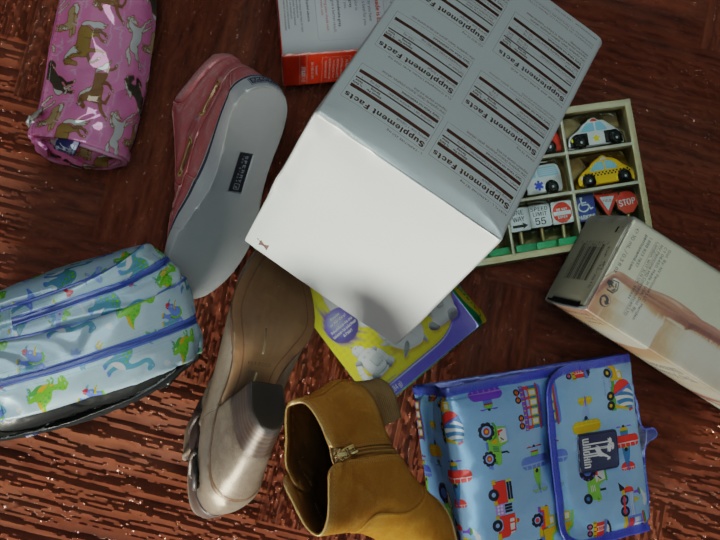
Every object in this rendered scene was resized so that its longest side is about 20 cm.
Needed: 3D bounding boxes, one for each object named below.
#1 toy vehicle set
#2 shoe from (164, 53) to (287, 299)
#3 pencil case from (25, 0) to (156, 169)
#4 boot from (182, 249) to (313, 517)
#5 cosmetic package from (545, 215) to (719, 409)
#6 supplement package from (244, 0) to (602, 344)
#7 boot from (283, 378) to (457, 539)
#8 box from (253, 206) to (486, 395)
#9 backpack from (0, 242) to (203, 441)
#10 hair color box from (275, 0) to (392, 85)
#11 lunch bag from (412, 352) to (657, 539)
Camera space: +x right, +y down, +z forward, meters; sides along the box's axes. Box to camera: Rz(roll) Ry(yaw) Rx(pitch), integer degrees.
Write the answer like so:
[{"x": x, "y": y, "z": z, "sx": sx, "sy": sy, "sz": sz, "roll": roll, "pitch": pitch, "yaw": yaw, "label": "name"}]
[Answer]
[{"x": 0.151, "y": -0.074, "z": 0.956, "sx": 0.197, "sy": 0.027, "sz": 0.126, "roll": -9, "pitch": 85, "yaw": -10, "label": "toy vehicle set"}, {"x": -0.129, "y": -0.082, "z": 0.931, "sx": 0.071, "sy": 0.091, "sz": 0.202, "roll": 9, "pitch": 112, "yaw": -37, "label": "shoe"}, {"x": -0.223, "y": -0.189, "z": 0.926, "sx": 0.082, "sy": 0.086, "sz": 0.203, "roll": 5, "pitch": 82, "yaw": 27, "label": "pencil case"}, {"x": -0.100, "y": 0.093, "z": 0.877, "sx": 0.069, "sy": 0.146, "sz": 0.202, "roll": 20, "pitch": 49, "yaw": -18, "label": "boot"}, {"x": 0.267, "y": 0.042, "z": 0.908, "sx": 0.198, "sy": 0.103, "sz": 0.088, "roll": 30, "pitch": 87, "yaw": -9, "label": "cosmetic package"}, {"x": 0.043, "y": -0.093, "z": 0.801, "sx": 0.146, "sy": 0.191, "sz": 0.201, "roll": 34, "pitch": 59, "yaw": -4, "label": "supplement package"}, {"x": 0.004, "y": 0.182, "z": 0.819, "sx": 0.070, "sy": 0.144, "sz": 0.204, "roll": -20, "pitch": 86, "yaw": 28, "label": "boot"}, {"x": 0.000, "y": 0.000, "z": 0.916, "sx": 0.117, "sy": 0.048, "sz": 0.201, "roll": -40, "pitch": 82, "yaw": 14, "label": "box"}, {"x": -0.224, "y": 0.058, "z": 0.856, "sx": 0.196, "sy": 0.163, "sz": 0.157, "roll": -3, "pitch": 88, "yaw": -2, "label": "backpack"}, {"x": 0.026, "y": -0.225, "z": 0.948, "sx": 0.197, "sy": 0.061, "sz": 0.103, "roll": -5, "pitch": 74, "yaw": -4, "label": "hair color box"}, {"x": 0.158, "y": 0.158, "z": 0.921, "sx": 0.197, "sy": 0.094, "sz": 0.153, "roll": -8, "pitch": 87, "yaw": -15, "label": "lunch bag"}]
